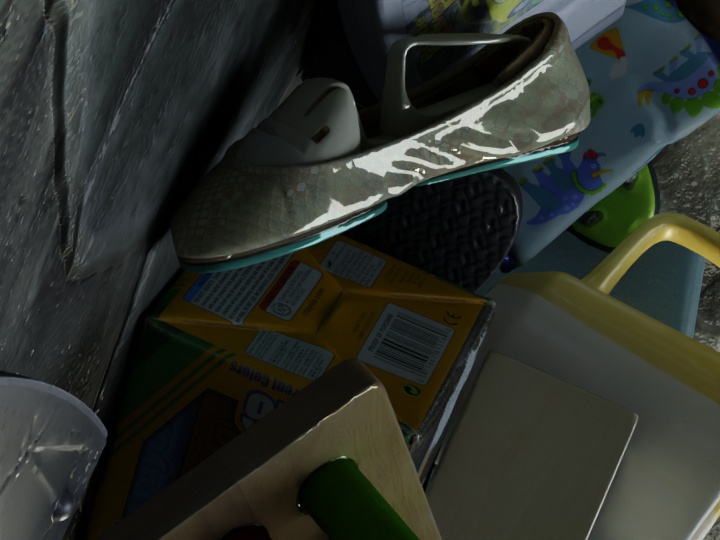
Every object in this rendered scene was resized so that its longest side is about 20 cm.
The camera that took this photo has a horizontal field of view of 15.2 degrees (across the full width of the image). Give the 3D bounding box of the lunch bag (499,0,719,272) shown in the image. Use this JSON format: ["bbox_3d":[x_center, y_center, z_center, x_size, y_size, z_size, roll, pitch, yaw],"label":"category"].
[{"bbox_3d":[0.108,-0.117,1.383,0.170,0.127,0.200,-38,-159,20],"label":"lunch bag"}]

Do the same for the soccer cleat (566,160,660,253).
[{"bbox_3d":[0.115,-0.075,1.497,0.068,0.200,0.081,-45,139,10],"label":"soccer cleat"}]

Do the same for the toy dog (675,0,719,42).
[{"bbox_3d":[0.206,-0.180,1.269,0.140,0.193,0.200,-54,-174,24],"label":"toy dog"}]

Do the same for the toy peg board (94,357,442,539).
[{"bbox_3d":[-0.033,0.172,1.032,0.199,0.098,0.200,-35,142,-12],"label":"toy peg board"}]

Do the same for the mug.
[{"bbox_3d":[0.120,0.071,1.347,0.186,0.153,0.150,-40,162,-51],"label":"mug"}]

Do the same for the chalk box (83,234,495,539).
[{"bbox_3d":[-0.040,0.095,1.171,0.125,0.123,0.201,-55,167,-58],"label":"chalk box"}]

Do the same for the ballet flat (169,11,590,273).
[{"bbox_3d":[0.004,-0.057,1.077,0.199,0.067,0.063,-21,113,-29],"label":"ballet flat"}]

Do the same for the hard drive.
[{"bbox_3d":[-0.134,0.091,0.817,0.200,0.042,0.136,53,61,-81],"label":"hard drive"}]

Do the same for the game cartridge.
[{"bbox_3d":[0.048,-0.142,1.105,0.133,0.041,0.201,-33,144,-16],"label":"game cartridge"}]

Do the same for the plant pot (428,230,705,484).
[{"bbox_3d":[0.071,0.101,1.487,0.197,0.195,0.201,105,-4,-48],"label":"plant pot"}]

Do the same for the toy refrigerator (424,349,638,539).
[{"bbox_3d":[0.050,0.146,1.211,0.070,0.076,0.201,92,21,-74],"label":"toy refrigerator"}]

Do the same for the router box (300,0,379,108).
[{"bbox_3d":[0.047,-0.184,1.194,0.149,0.051,0.201,-51,164,-61],"label":"router box"}]

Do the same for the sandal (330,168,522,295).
[{"bbox_3d":[0.000,0.000,1.212,0.200,0.075,0.045,-41,-167,41],"label":"sandal"}]
